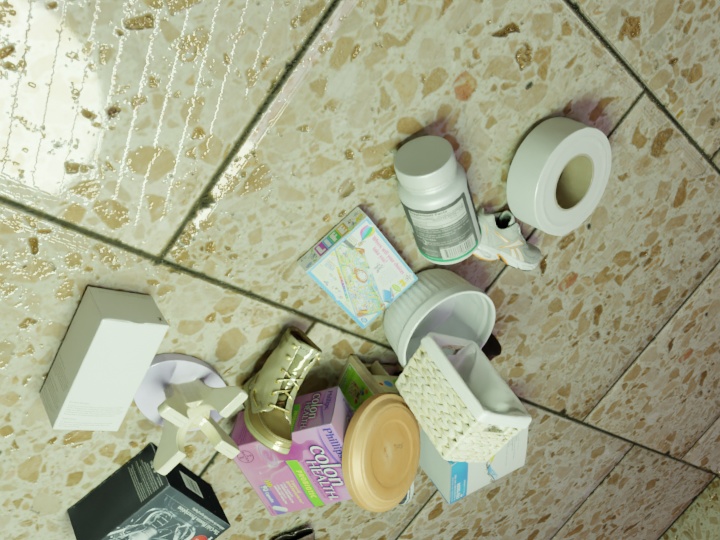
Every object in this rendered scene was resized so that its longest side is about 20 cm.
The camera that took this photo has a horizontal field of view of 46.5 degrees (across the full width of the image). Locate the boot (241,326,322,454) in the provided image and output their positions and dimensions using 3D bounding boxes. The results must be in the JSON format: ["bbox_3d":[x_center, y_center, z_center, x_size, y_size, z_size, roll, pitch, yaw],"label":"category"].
[{"bbox_3d":[-0.120,0.190,1.364,0.073,0.200,0.156,32,101,-25],"label":"boot"}]

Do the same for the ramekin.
[{"bbox_3d":[0.135,0.091,1.532,0.200,0.105,0.200,-19,132,-23],"label":"ramekin"}]

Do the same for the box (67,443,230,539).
[{"bbox_3d":[-0.360,0.428,1.445,0.182,0.104,0.200,-38,136,-2],"label":"box"}]

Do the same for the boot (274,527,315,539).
[{"bbox_3d":[-0.101,0.611,1.796,0.200,0.072,0.167,-12,131,-23],"label":"boot"}]

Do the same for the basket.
[{"bbox_3d":[0.171,0.221,1.445,0.135,0.200,0.123,15,120,-41],"label":"basket"}]

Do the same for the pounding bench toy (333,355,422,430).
[{"bbox_3d":[0.031,0.278,1.589,0.156,0.124,0.200,7,118,-39],"label":"pounding bench toy"}]

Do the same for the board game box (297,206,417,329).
[{"bbox_3d":[0.000,0.000,1.414,0.134,0.034,0.200,-42,137,0],"label":"board game box"}]

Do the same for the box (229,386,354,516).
[{"bbox_3d":[-0.097,0.316,1.456,0.200,0.097,0.176,-17,119,17],"label":"box"}]

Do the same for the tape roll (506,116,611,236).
[{"bbox_3d":[0.353,-0.165,1.484,0.202,0.071,0.203,-21,126,-32],"label":"tape roll"}]

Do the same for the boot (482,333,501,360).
[{"bbox_3d":[0.181,0.209,1.686,0.200,0.064,0.186,-44,173,27],"label":"boot"}]

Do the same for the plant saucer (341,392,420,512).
[{"bbox_3d":[0.044,0.311,1.433,0.200,0.032,0.201,0,90,-51],"label":"plant saucer"}]

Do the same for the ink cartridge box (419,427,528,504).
[{"bbox_3d":[0.234,0.364,1.786,0.200,0.147,0.145,-22,133,-20],"label":"ink cartridge box"}]

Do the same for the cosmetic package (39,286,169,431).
[{"bbox_3d":[-0.373,0.132,1.216,0.108,0.085,0.200,14,114,-42],"label":"cosmetic package"}]

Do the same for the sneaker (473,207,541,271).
[{"bbox_3d":[0.274,-0.060,1.537,0.200,0.076,0.092,10,112,-41],"label":"sneaker"}]

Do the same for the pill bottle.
[{"bbox_3d":[0.124,-0.113,1.357,0.113,0.113,0.200,-33,136,-9],"label":"pill bottle"}]

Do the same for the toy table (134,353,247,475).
[{"bbox_3d":[-0.269,0.225,1.341,0.184,0.117,0.200,-51,135,9],"label":"toy table"}]

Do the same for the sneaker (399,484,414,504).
[{"bbox_3d":[0.063,0.415,1.758,0.079,0.078,0.200,-18,121,-29],"label":"sneaker"}]
